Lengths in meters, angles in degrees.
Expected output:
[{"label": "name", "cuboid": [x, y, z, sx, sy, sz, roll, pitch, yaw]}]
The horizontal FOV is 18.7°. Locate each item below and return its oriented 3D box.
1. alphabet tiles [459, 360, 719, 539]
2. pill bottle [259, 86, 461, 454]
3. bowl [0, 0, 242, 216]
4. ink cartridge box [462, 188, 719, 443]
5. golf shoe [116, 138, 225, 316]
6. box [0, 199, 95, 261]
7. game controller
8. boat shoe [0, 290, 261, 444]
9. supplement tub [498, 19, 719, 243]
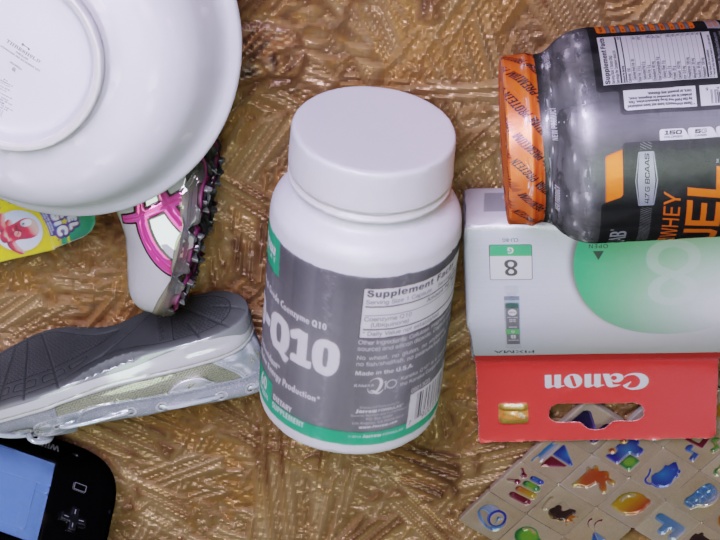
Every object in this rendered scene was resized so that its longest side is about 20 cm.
[{"label": "alphabet tiles", "cuboid": [0.192, 0.144, 1.466, 0.167, 0.008, 0.200, 32, 119, -21]}, {"label": "pill bottle", "cuboid": [0.000, 0.000, 1.293, 0.113, 0.113, 0.200, 3, 125, -3]}, {"label": "bowl", "cuboid": [-0.170, -0.119, 1.172, 0.200, 0.090, 0.202, 3, 103, 11]}, {"label": "ink cartridge box", "cuboid": [0.146, 0.040, 1.358, 0.160, 0.050, 0.201, -1, 123, 5]}, {"label": "golf shoe", "cuboid": [-0.125, -0.069, 1.272, 0.092, 0.073, 0.201, 9, 116, 3]}, {"label": "box", "cuboid": [-0.264, -0.054, 1.292, 0.199, 0.048, 0.118, -11, 125, 10]}, {"label": "game controller", "cuboid": [-0.253, 0.134, 1.394, 0.199, 0.105, 0.042, 22, 147, -16]}, {"label": "boat shoe", "cuboid": [-0.158, 0.072, 1.370, 0.201, 0.075, 0.065, -18, 120, 4]}, {"label": "supplement tub", "cuboid": [0.179, -0.078, 1.232, 0.199, 0.123, 0.123, -3, 126, 2]}]
